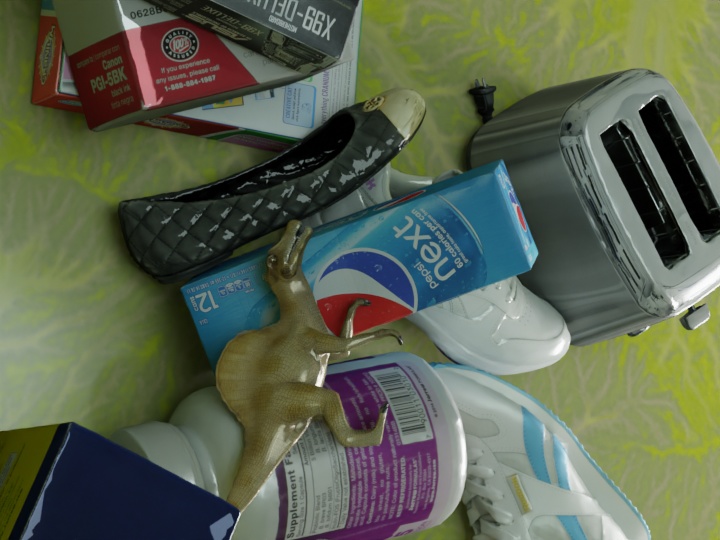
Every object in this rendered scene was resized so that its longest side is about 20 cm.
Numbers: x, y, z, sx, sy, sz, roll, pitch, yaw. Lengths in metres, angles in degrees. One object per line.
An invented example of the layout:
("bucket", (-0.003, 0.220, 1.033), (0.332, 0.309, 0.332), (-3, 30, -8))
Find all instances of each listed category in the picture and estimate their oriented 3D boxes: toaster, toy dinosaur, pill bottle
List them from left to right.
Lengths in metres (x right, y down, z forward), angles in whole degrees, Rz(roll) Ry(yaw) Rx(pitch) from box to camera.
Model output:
("pill bottle", (-0.047, 0.117, 1.365), (0.200, 0.112, 0.112), (-9, 88, -30))
("toy dinosaur", (-0.035, 0.075, 1.304), (0.101, 0.058, 0.200), (12, 66, 2))
("toaster", (0.158, -0.050, 1.493), (0.114, 0.129, 0.200), (-31, 99, -30))

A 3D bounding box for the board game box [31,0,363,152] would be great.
("board game box", (-0.094, -0.160, 1.413), (0.200, 0.040, 0.153), (10, 79, -28))

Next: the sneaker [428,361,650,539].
("sneaker", (0.098, 0.137, 1.467), (0.200, 0.077, 0.081), (45, 67, -15))

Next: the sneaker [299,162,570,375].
("sneaker", (0.062, -0.002, 1.445), (0.200, 0.100, 0.075), (29, 32, -25))

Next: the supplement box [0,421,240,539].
("supplement box", (-0.169, 0.157, 1.239), (0.109, 0.200, 0.110), (30, 70, -23))

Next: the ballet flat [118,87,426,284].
("ballet flat", (-0.050, -0.058, 1.381), (0.200, 0.066, 0.057), (-30, 110, -7))

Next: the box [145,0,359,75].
("box", (-0.081, -0.220, 1.279), (0.200, 0.050, 0.158), (23, 74, -24))

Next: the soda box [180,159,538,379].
("soda box", (0.000, 0.000, 1.368), (0.200, 0.068, 0.064), (-21, 96, 10))

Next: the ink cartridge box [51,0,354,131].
("ink cartridge box", (-0.105, -0.196, 1.340), (0.147, 0.083, 0.200), (-17, 92, -29))
